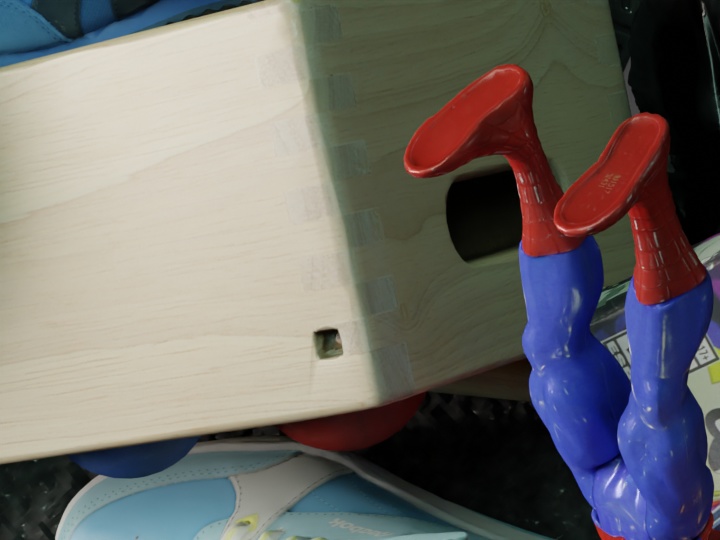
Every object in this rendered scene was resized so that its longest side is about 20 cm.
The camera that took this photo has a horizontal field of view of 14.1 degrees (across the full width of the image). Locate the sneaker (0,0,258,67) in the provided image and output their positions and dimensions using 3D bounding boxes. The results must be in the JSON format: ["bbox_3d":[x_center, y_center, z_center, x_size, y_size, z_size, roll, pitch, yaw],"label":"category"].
[{"bbox_3d":[-0.053,-0.109,0.800,0.200,0.079,0.066,-11,30,29],"label":"sneaker"}]

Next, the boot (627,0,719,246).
[{"bbox_3d":[0.160,-0.073,0.796,0.168,0.076,0.201,12,67,-21],"label":"boot"}]

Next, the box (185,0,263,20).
[{"bbox_3d":[-0.055,-0.167,0.865,0.152,0.200,0.107,6,64,-3],"label":"box"}]

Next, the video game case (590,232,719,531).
[{"bbox_3d":[0.171,0.060,0.701,0.181,0.036,0.200,-27,97,24],"label":"video game case"}]

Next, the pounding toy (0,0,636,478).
[{"bbox_3d":[0.000,0.000,0.798,0.184,0.200,0.142,-10,92,34],"label":"pounding toy"}]

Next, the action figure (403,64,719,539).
[{"bbox_3d":[0.046,0.061,0.648,0.065,0.200,0.099,25,62,40],"label":"action figure"}]

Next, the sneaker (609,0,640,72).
[{"bbox_3d":[0.059,-0.110,0.898,0.076,0.091,0.200,29,95,-6],"label":"sneaker"}]

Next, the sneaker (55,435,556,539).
[{"bbox_3d":[-0.013,0.091,0.775,0.200,0.131,0.080,10,91,22],"label":"sneaker"}]
